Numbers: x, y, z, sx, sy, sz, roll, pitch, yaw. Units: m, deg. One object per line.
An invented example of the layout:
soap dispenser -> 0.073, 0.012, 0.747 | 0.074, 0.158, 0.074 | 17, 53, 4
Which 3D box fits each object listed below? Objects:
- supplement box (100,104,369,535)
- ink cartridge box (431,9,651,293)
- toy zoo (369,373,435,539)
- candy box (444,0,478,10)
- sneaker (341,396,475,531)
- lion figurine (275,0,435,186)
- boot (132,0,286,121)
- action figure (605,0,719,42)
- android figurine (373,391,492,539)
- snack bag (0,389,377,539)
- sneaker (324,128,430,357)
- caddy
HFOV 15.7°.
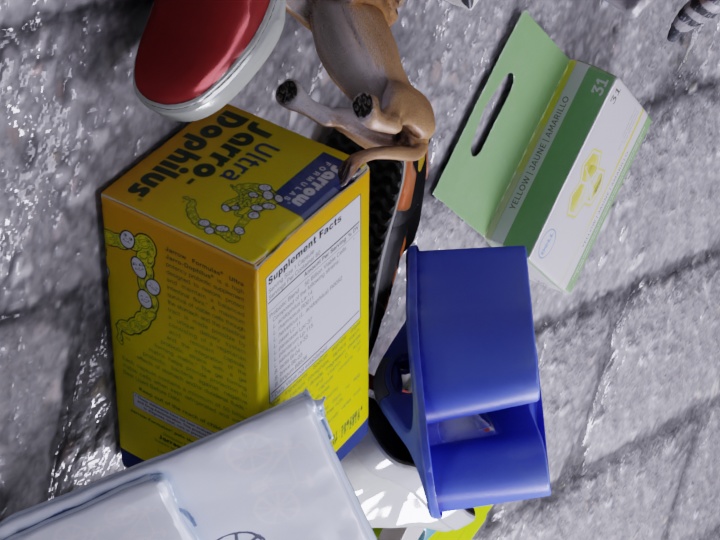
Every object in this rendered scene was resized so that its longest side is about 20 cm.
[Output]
supplement box -> -0.067, 0.027, 1.465 | 0.109, 0.109, 0.201 | -42, 145, -40
ink cartridge box -> 0.131, -0.079, 1.818 | 0.146, 0.048, 0.200 | -64, 156, -5
toy zoo -> 0.000, 0.137, 1.730 | 0.200, 0.020, 0.132 | 28, 86, -51
candy box -> 0.067, -0.283, 1.509 | 0.168, 0.071, 0.201 | -53, 150, -29
sneaker -> 0.007, 0.134, 1.684 | 0.084, 0.073, 0.200 | -31, 151, 13
lion figurine -> 0.002, -0.119, 1.444 | 0.122, 0.072, 0.201 | 24, 47, -51
boot -> -0.079, -0.188, 1.324 | 0.201, 0.072, 0.144 | -66, 154, -19
action figure -> 0.292, -0.231, 1.833 | 0.200, 0.193, 0.105 | -21, 99, -46
android figurine -> 0.055, 0.151, 1.863 | 0.200, 0.041, 0.182 | -55, 150, -18
snack bag -> -0.084, 0.169, 1.461 | 0.199, 0.021, 0.189 | -23, 131, 0
sneaker -> 0.000, 0.000, 1.612 | 0.090, 0.070, 0.201 | -14, 124, -63
caddy -> 0.060, 0.065, 1.619 | 0.200, 0.104, 0.142 | -88, 171, -65
